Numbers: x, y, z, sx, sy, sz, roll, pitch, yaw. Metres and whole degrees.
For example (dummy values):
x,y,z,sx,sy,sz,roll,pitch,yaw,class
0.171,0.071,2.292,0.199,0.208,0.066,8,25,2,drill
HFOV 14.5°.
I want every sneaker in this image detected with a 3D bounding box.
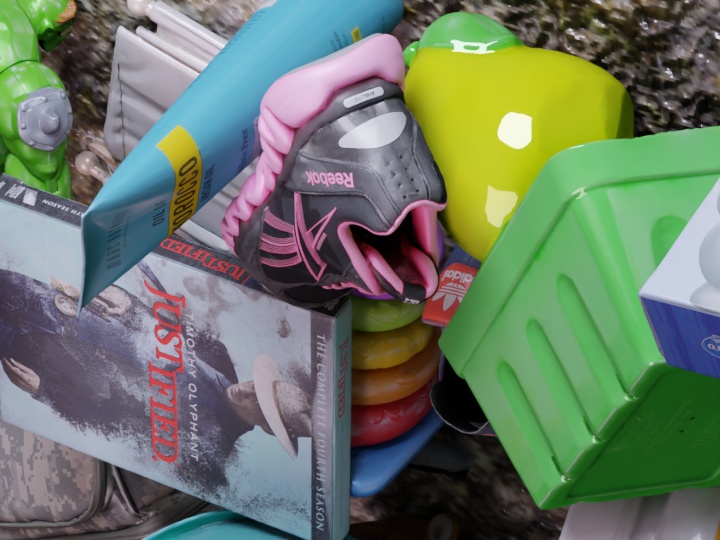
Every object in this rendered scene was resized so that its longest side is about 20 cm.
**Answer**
x,y,z,sx,sy,sz,roll,pitch,yaw,class
-0.003,-0.017,1.212,0.096,0.079,0.200,57,164,16,sneaker
0.079,0.064,1.364,0.075,0.085,0.200,10,141,41,sneaker

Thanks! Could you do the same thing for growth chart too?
x,y,z,sx,sy,sz,roll,pitch,yaw,class
-0.075,-0.061,1.432,0.145,0.018,0.200,35,151,6,growth chart

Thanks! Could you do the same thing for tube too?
x,y,z,sx,sy,sz,roll,pitch,yaw,class
-0.059,-0.065,1.217,0.050,0.200,0.078,32,149,18,tube

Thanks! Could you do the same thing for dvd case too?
x,y,z,sx,sy,sz,roll,pitch,yaw,class
-0.094,0.045,1.382,0.199,0.022,0.146,19,130,22,dvd case

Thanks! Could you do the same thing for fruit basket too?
x,y,z,sx,sy,sz,roll,pitch,yaw,class
0.104,-0.021,1.201,0.216,0.155,0.217,174,90,-73,fruit basket

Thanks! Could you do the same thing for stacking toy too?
x,y,z,sx,sy,sz,roll,pitch,yaw,class
0.000,0.000,1.366,0.116,0.110,0.200,30,139,15,stacking toy

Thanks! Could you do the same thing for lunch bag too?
x,y,z,sx,sy,sz,roll,pitch,yaw,class
-0.143,0.107,1.636,0.200,0.139,0.168,-10,110,53,lunch bag

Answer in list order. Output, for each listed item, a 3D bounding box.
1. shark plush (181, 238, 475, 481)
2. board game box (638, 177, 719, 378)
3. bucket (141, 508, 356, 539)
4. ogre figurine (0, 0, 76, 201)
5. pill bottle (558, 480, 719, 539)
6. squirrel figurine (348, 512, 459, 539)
x,y,z,sx,sy,sz,roll,pitch,yaw,class
-0.034,0.062,1.499,0.200,0.091,0.083,40,135,1,shark plush
0.228,-0.029,0.949,0.200,0.199,0.043,15,146,36,board game box
-0.064,0.221,1.401,0.206,0.135,0.208,4,104,16,bucket
-0.195,-0.098,1.424,0.120,0.098,0.201,122,140,-56,ogre figurine
0.188,0.145,1.283,0.199,0.113,0.113,18,148,6,pill bottle
0.026,0.231,1.558,0.199,0.187,0.142,19,149,26,squirrel figurine
